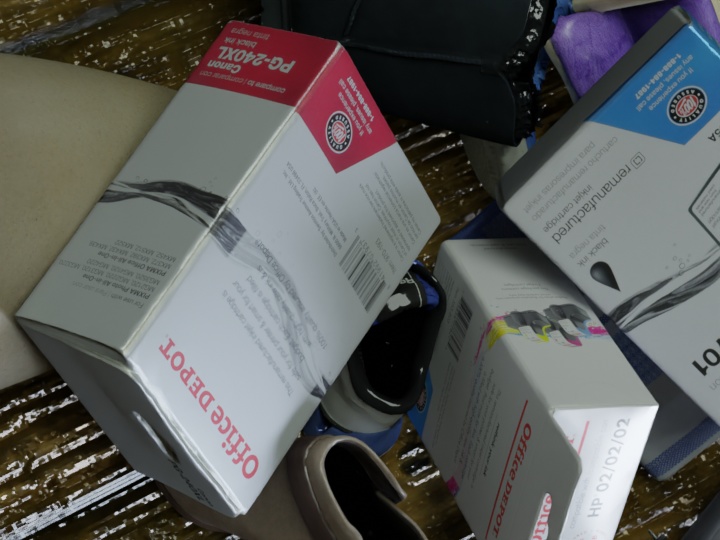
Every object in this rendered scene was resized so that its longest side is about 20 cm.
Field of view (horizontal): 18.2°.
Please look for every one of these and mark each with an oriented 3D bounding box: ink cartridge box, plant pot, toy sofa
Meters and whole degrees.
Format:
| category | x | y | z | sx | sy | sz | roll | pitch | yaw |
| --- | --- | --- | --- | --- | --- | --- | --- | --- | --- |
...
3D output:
| category | x | y | z | sx | sy | sz | roll | pitch | yaw |
| --- | --- | --- | --- | --- | --- | --- | --- | --- | --- |
| ink cartridge box | -0.063 | -0.001 | 1.130 | 0.200 | 0.083 | 0.145 | -56 | 140 | -22 |
| ink cartridge box | 0.195 | -0.023 | 1.240 | 0.200 | 0.086 | 0.146 | 44 | 100 | -7 |
| ink cartridge box | 0.095 | 0.084 | 1.219 | 0.068 | 0.116 | 0.200 | -1 | 35 | -22 |
| plant pot | -0.158 | -0.033 | 1.193 | 0.199 | 0.187 | 0.188 | -9 | 76 | -38 |
| toy sofa | 0.196 | -0.083 | 1.345 | 0.097 | 0.083 | 0.201 | -33 | 108 | -36 |

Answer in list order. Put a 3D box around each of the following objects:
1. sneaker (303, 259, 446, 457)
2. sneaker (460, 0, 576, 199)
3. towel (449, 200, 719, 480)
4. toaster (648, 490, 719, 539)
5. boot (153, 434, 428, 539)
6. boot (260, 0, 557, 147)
| category | x | y | z | sx | sy | sz | roll | pitch | yaw |
| --- | --- | --- | --- | --- | --- | --- | --- | --- | --- |
| sneaker | 0.000 | 0.001 | 1.263 | 0.080 | 0.115 | 0.200 | -9 | 77 | -25 |
| sneaker | 0.110 | -0.141 | 1.372 | 0.111 | 0.077 | 0.201 | -8 | 70 | -14 |
| towel | 0.166 | 0.012 | 1.316 | 0.147 | 0.024 | 0.200 | -42 | 98 | 14 |
| toaster | 0.259 | 0.187 | 1.308 | 0.200 | 0.114 | 0.129 | 43 | 60 | -2 |
| boot | -0.036 | 0.112 | 1.195 | 0.200 | 0.146 | 0.070 | 46 | 64 | -2 |
| boot | 0.029 | -0.174 | 1.272 | 0.167 | 0.076 | 0.201 | 6 | 110 | 16 |
